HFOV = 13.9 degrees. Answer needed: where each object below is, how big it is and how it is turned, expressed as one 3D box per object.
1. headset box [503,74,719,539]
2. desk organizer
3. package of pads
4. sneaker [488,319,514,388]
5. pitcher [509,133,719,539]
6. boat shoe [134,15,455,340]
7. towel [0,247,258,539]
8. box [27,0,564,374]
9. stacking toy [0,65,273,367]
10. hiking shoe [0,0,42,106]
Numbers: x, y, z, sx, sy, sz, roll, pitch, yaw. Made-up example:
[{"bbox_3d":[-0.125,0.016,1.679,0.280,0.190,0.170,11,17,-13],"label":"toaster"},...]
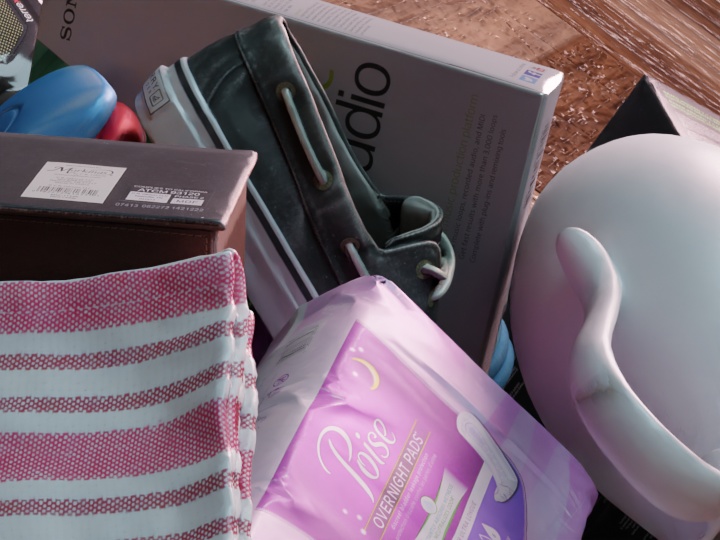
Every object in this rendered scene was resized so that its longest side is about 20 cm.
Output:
[{"bbox_3d":[0.126,0.041,1.249,0.093,0.174,0.200,26,21,-26],"label":"headset box"},{"bbox_3d":[-0.137,0.001,0.952,0.199,0.077,0.072,4,21,5],"label":"desk organizer"},{"bbox_3d":[-0.003,0.099,0.936,0.120,0.076,0.200,44,32,-10],"label":"package of pads"},{"bbox_3d":[-0.025,0.014,1.238,0.199,0.080,0.131,15,-34,34],"label":"sneaker"},{"bbox_3d":[0.111,0.032,1.025,0.171,0.121,0.200,38,20,-40],"label":"pitcher"},{"bbox_3d":[0.000,0.000,1.057,0.200,0.071,0.072,55,11,-22],"label":"boat shoe"},{"bbox_3d":[-0.104,0.077,0.836,0.146,0.030,0.201,-4,49,5],"label":"towel"},{"bbox_3d":[-0.035,-0.033,1.125,0.199,0.145,0.036,17,21,13],"label":"box"},{"bbox_3d":[-0.069,0.025,1.091,0.200,0.116,0.110,39,-2,-15],"label":"stacking toy"},{"bbox_3d":[-0.172,-0.124,1.293,0.100,0.076,0.200,26,23,-30],"label":"hiking shoe"}]
